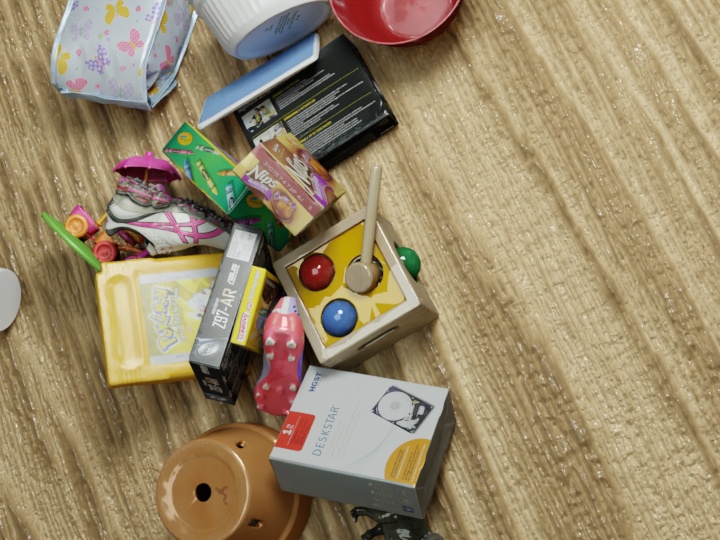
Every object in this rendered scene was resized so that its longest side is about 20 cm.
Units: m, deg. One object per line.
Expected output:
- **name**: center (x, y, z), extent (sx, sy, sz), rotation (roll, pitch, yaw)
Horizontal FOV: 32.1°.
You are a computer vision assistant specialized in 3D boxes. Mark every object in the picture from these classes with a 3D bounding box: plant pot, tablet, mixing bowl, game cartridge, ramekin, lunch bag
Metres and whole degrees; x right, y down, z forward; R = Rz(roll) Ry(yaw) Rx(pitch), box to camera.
- **plant pot**: center (-0.182, 0.297, 1.670), extent (0.199, 0.140, 0.201), rotation (-4, 77, 19)
- **tablet**: center (-0.145, -0.271, 1.795), extent (0.199, 0.130, 0.014), rotation (-29, 113, 12)
- **mixing bowl**: center (0.066, -0.391, 1.744), extent (0.199, 0.108, 0.201), rotation (-4, 79, 18)
- **game cartridge**: center (-0.262, 0.067, 1.745), extent (0.199, 0.032, 0.177), rotation (-5, 74, -21)
- **ramekin**: center (-0.129, -0.378, 1.767), extent (0.202, 0.202, 0.095), rotation (-28, 83, 12)
- **lunch bag**: center (-0.356, -0.339, 1.872), extent (0.169, 0.127, 0.201), rotation (10, 72, 18)

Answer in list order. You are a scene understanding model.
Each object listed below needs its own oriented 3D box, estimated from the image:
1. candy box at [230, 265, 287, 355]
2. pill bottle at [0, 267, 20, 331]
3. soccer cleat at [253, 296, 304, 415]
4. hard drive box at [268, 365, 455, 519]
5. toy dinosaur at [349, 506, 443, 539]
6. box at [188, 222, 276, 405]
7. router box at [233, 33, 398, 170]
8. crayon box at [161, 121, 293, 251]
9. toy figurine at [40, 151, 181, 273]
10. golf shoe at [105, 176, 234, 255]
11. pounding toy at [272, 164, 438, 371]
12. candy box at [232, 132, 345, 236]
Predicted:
- **candy box**: center (-0.131, 0.058, 1.670), extent (0.026, 0.200, 0.103), rotation (16, 84, 8)
- **pill bottle**: center (-0.623, 0.032, 1.889), extent (0.199, 0.116, 0.116), rotation (9, 82, 20)
- **soccer cleat**: center (-0.104, 0.120, 1.676), extent (0.066, 0.200, 0.077), rotation (10, 49, 2)
- **hard drive box**: center (0.005, 0.220, 1.621), extent (0.199, 0.077, 0.156), rotation (7, 51, 20)
- **toy dinosaur**: center (0.051, 0.334, 1.629), extent (0.102, 0.077, 0.200), rotation (-25, 57, -7)
- **box**: center (-0.168, 0.061, 1.672), extent (0.043, 0.160, 0.201), rotation (13, 69, 8)
- **router box**: center (-0.066, -0.220, 1.783), extent (0.200, 0.051, 0.150), rotation (-31, 69, 10)
- **crayon box**: center (-0.178, -0.118, 1.732), extent (0.058, 0.119, 0.200), rotation (-50, 47, 2)
- **toy figurine**: center (-0.326, -0.077, 1.817), extent (0.200, 0.150, 0.184), rotation (44, 85, 0)
- **golf shoe**: center (-0.264, -0.061, 1.770), extent (0.092, 0.199, 0.073), rotation (-66, 23, 8)
- **pounding toy**: center (0.000, 0.000, 1.667), extent (0.200, 0.142, 0.185), rotation (-31, 71, 11)
- **candy box**: center (-0.090, -0.117, 1.645), extent (0.056, 0.200, 0.117), rotation (-43, 91, 11)
